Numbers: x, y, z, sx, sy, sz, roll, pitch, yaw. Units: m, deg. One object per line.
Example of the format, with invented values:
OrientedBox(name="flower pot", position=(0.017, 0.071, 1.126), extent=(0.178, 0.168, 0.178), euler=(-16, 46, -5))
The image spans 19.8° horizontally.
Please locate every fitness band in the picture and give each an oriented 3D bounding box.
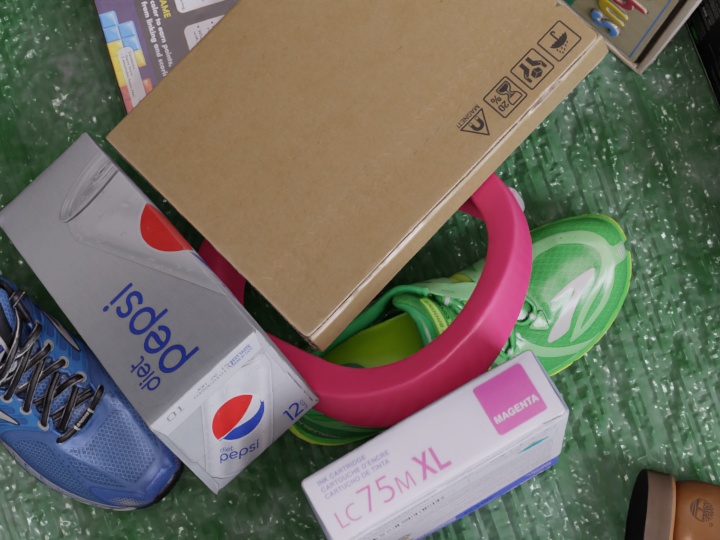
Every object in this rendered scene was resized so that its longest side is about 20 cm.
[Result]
OrientedBox(name="fitness band", position=(0.000, 0.000, 1.011), extent=(0.199, 0.037, 0.144), euler=(22, 73, 45))

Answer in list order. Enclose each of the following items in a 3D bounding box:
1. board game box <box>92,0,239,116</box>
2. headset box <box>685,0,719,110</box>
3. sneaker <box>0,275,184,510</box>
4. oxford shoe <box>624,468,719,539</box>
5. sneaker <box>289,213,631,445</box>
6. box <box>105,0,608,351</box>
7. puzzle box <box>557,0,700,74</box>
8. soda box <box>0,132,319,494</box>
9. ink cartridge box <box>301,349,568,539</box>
OrientedBox(name="board game box", position=(-0.061, -0.165, 1.075), extent=(0.164, 0.057, 0.202), euler=(-16, 85, -2))
OrientedBox(name="headset box", position=(0.261, -0.176, 1.052), extent=(0.199, 0.093, 0.175), euler=(-22, 85, -1))
OrientedBox(name="sneaker", position=(-0.176, 0.052, 1.042), extent=(0.199, 0.089, 0.079), euler=(36, 88, 3))
OrientedBox(name="oxford shoe", position=(0.164, 0.205, 1.037), extent=(0.071, 0.071, 0.202), euler=(9, 84, -4))
OrientedBox(name="sneaker", position=(0.051, 0.035, 1.043), extent=(0.199, 0.084, 0.075), euler=(-27, 85, -2))
OrientedBox(name="box", position=(-0.005, -0.085, 1.002), extent=(0.200, 0.021, 0.163), euler=(-46, 63, -2))
OrientedBox(name="puzzle box", position=(0.115, -0.172, 1.002), extent=(0.133, 0.200, 0.025), euler=(41, 78, 4))
OrientedBox(name="soda box", position=(-0.103, 0.016, 1.000), extent=(0.068, 0.064, 0.200), euler=(-41, 43, -2))
OrientedBox(name="ink cartridge box", position=(0.039, 0.095, 0.983), extent=(0.119, 0.200, 0.042), euler=(-30, 76, -1))
